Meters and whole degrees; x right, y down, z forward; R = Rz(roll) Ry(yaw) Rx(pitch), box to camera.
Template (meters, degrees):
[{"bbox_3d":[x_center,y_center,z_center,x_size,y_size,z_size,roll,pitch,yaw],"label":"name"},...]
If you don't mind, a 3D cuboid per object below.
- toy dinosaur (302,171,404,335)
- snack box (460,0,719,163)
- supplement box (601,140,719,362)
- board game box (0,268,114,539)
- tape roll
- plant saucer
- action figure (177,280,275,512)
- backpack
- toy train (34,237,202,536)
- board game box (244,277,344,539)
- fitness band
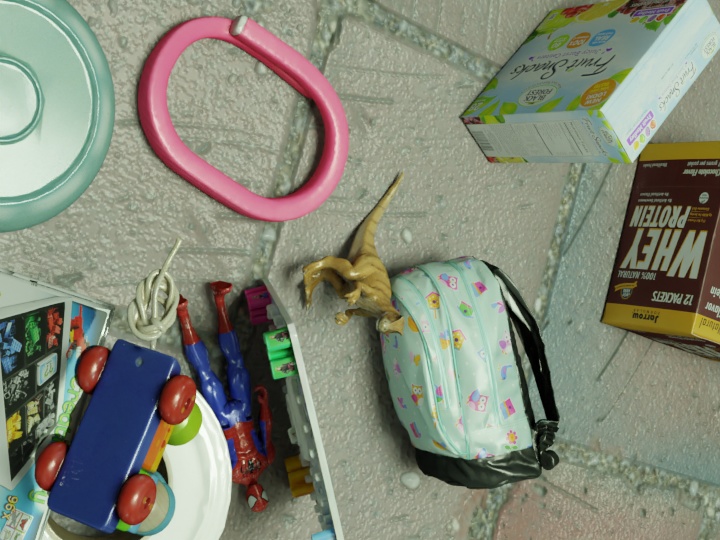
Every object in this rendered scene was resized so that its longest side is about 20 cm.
[{"bbox_3d":[0.000,0.000,1.062,0.104,0.202,0.061,-6,133,-2],"label":"toy dinosaur"},{"bbox_3d":[0.215,-0.179,1.116,0.169,0.199,0.068,-49,116,-19],"label":"snack box"},{"bbox_3d":[0.393,-0.012,1.281,0.195,0.132,0.204,18,84,-32],"label":"supplement box"},{"bbox_3d":[-0.265,0.103,0.842,0.124,0.035,0.203,19,82,-13],"label":"board game box"},{"bbox_3d":[-0.201,0.164,0.921,0.199,0.071,0.207,1,88,-17],"label":"tape roll"},{"bbox_3d":[-0.278,-0.130,0.907,0.197,0.027,0.204,-2,94,-33],"label":"plant saucer"},{"bbox_3d":[-0.112,0.115,1.018,0.065,0.052,0.203,-20,107,-21],"label":"action figure"},{"bbox_3d":[0.089,0.090,1.087,0.125,0.166,0.204,-13,94,-25],"label":"backpack"},{"bbox_3d":[-0.144,0.090,0.850,0.116,0.083,0.203,58,50,-66],"label":"toy train"},{"bbox_3d":[-0.055,0.122,0.972,0.025,0.200,0.204,-14,102,-7],"label":"board game box"},{"bbox_3d":[-0.096,-0.129,1.017,0.199,0.037,0.145,32,77,-29],"label":"fitness band"}]
